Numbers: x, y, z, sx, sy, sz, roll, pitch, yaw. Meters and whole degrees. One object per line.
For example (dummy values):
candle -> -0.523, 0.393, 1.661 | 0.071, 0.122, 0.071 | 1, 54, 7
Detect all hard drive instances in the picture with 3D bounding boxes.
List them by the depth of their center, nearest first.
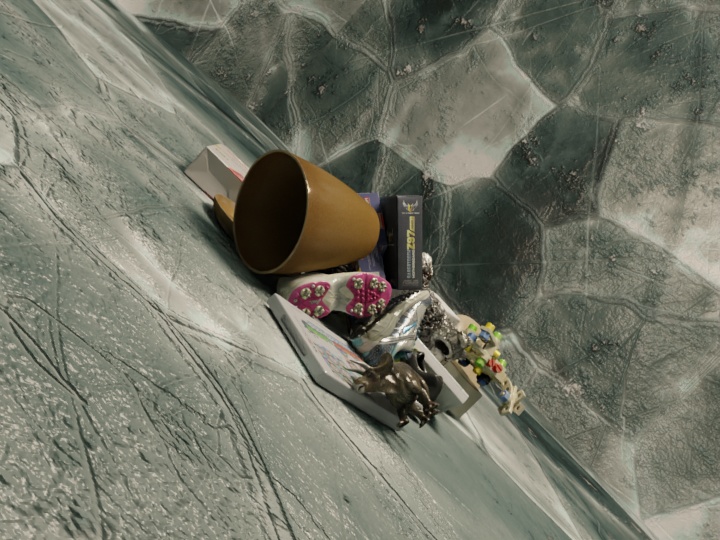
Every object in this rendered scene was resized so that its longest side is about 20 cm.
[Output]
hard drive -> 0.093, 0.163, 1.510 | 0.200, 0.027, 0.132 | 48, -24, 1

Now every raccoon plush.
raccoon plush -> 0.145, 0.069, 1.545 | 0.132, 0.203, 0.097 | 13, -13, 9

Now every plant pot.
plant pot -> -0.068, -0.078, 1.359 | 0.198, 0.188, 0.187 | 9, 29, -43
plant pot -> -0.182, -0.052, 1.471 | 0.200, 0.028, 0.200 | 43, 6, -5

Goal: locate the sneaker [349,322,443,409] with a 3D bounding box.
sneaker -> 0.063, 0.151, 1.440 | 0.200, 0.085, 0.074 | 47, 7, 23

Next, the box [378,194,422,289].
box -> 0.059, -0.051, 1.527 | 0.050, 0.161, 0.200 | 0, 3, -14

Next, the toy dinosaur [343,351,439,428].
toy dinosaur -> 0.064, 0.164, 1.203 | 0.103, 0.076, 0.199 | 62, 17, 20

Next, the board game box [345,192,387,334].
board game box -> 0.000, 0.000, 1.542 | 0.201, 0.061, 0.203 | 113, -29, -62

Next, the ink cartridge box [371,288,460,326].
ink cartridge box -> 0.099, 0.105, 1.704 | 0.084, 0.145, 0.200 | 46, 7, 27

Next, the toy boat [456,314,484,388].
toy boat -> 0.203, 0.198, 1.906 | 0.130, 0.130, 0.201 | 42, 49, -14

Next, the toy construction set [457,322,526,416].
toy construction set -> 0.250, 0.183, 1.650 | 0.130, 0.092, 0.202 | -1, -56, 59

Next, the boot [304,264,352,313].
boot -> -0.069, -0.013, 1.524 | 0.158, 0.078, 0.214 | 98, -29, -75

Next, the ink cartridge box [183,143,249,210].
ink cartridge box -> -0.254, -0.176, 1.632 | 0.116, 0.068, 0.200 | 44, 8, -6

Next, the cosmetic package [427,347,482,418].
cosmetic package -> 0.155, 0.198, 1.664 | 0.104, 0.073, 0.200 | 47, -1, 36

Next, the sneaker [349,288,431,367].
sneaker -> 0.059, 0.099, 1.398 | 0.199, 0.077, 0.087 | -35, 102, -46

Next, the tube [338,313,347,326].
tube -> -0.035, 0.058, 1.627 | 0.201, 0.057, 0.052 | 56, -31, 35

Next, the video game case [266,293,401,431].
video game case -> -0.034, 0.131, 1.226 | 0.200, 0.024, 0.182 | 39, 8, -44

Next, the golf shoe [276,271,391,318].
golf shoe -> -0.042, 0.029, 1.357 | 0.197, 0.077, 0.091 | 1, 18, -36
